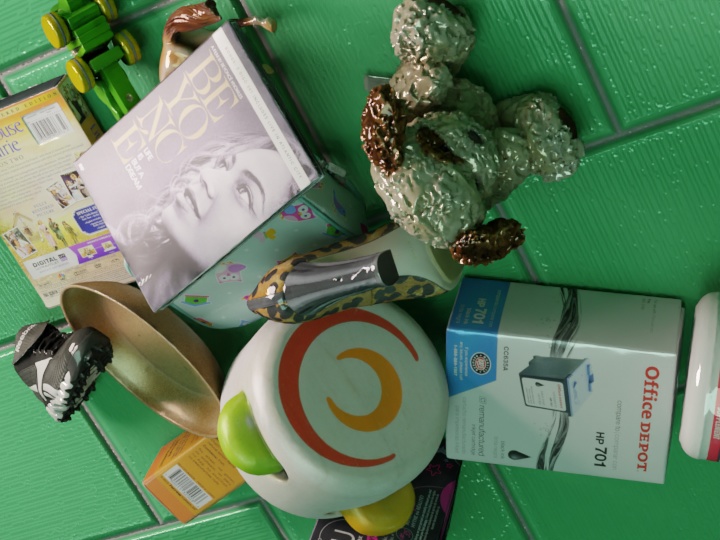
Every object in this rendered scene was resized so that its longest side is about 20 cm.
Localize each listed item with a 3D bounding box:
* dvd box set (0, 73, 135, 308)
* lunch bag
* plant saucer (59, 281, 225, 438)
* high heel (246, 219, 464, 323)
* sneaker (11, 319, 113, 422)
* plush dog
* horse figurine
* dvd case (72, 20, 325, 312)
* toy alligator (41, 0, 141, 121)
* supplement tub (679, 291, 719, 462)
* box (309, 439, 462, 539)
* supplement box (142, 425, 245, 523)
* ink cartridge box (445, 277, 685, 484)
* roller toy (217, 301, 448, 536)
[{"bbox_3d":[-0.277,-0.068,1.470,0.145,0.030,0.201,-17,117,26],"label":"dvd box set"},{"bbox_3d":[-0.097,-0.036,1.382,0.199,0.078,0.160,-25,138,26],"label":"lunch bag"},{"bbox_3d":[-0.190,0.074,1.482,0.199,0.036,0.201,32,154,18],"label":"plant saucer"},{"bbox_3d":[0.000,0.000,1.354,0.141,0.199,0.072,-14,90,30],"label":"high heel"},{"bbox_3d":[-0.289,0.084,1.517,0.090,0.067,0.200,42,156,0],"label":"sneaker"},{"bbox_3d":[0.060,-0.091,1.274,0.200,0.172,0.160,42,124,-14],"label":"plush dog"},{"bbox_3d":[-0.122,-0.148,1.360,0.131,0.050,0.202,2,129,22],"label":"horse figurine"},{"bbox_3d":[-0.135,-0.082,1.303,0.199,0.016,0.150,-37,76,27],"label":"dvd case"},{"bbox_3d":[-0.217,-0.169,1.367,0.201,0.059,0.054,62,159,-11],"label":"toy alligator"},{"bbox_3d":[0.369,0.098,1.329,0.197,0.141,0.142,7,124,11],"label":"supplement tub"},{"bbox_3d":[0.016,0.258,1.495,0.113,0.201,0.133,14,126,8],"label":"box"},{"bbox_3d":[-0.120,0.164,1.556,0.199,0.067,0.069,-35,106,31],"label":"supplement box"},{"bbox_3d":[0.178,0.096,1.417,0.197,0.086,0.148,6,123,13],"label":"ink cartridge box"},{"bbox_3d":[-0.024,0.119,1.406,0.198,0.184,0.140,23,154,-13],"label":"roller toy"}]
